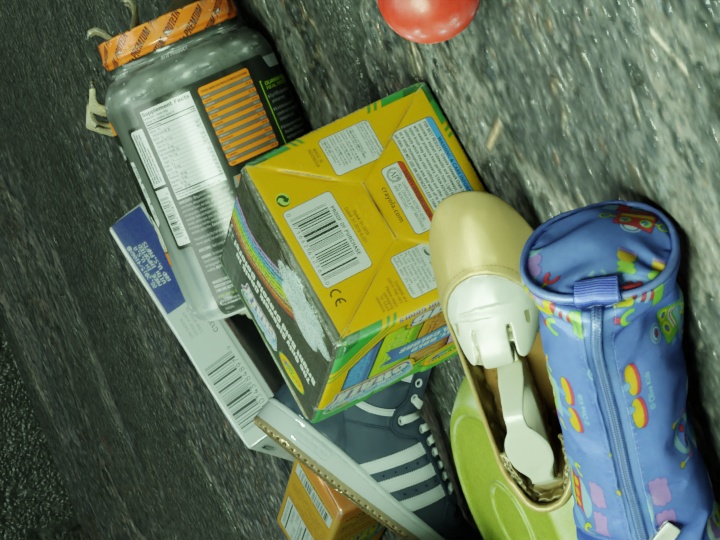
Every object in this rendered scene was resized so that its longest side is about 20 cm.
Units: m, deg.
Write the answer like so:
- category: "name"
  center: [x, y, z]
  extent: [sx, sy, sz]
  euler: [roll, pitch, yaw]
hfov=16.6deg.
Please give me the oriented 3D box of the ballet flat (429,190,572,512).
- category: "ballet flat"
  center: [0.086, 0.049, 1.355]
  extent: [0.063, 0.068, 0.200]
  euler: [-79, -28, -54]

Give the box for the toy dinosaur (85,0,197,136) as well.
- category: "toy dinosaur"
  center: [-0.141, -0.118, 1.730]
  extent: [0.058, 0.101, 0.201]
  euler: [-138, 48, -79]

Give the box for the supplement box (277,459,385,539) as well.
- category: "supplement box"
  center: [-0.014, 0.171, 1.870]
  extent: [0.069, 0.066, 0.200]
  euler: [59, 164, 13]

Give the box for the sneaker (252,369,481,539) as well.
- category: "sneaker"
  center: [0.033, 0.116, 1.656]
  extent: [0.200, 0.109, 0.070]
  euler: [39, 172, -24]

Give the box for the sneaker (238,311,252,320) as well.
- category: "sneaker"
  center: [-0.089, -0.061, 1.801]
  extent: [0.200, 0.077, 0.085]
  euler: [56, 142, 22]

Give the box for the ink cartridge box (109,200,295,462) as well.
- category: "ink cartridge box"
  center: [-0.096, 0.051, 1.843]
  extent: [0.200, 0.041, 0.200]
  euler: [56, -174, 15]

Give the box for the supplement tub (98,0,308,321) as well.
- category: "supplement tub"
  center: [-0.094, -0.078, 1.662]
  extent: [0.201, 0.122, 0.122]
  euler: [67, 164, -4]

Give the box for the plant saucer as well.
- category: "plant saucer"
  center: [0.105, 0.149, 1.514]
  extent: [0.200, 0.031, 0.200]
  euler: [56, 161, 30]

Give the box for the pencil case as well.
- category: "pencil case"
  center: [0.131, 0.067, 1.215]
  extent: [0.087, 0.078, 0.201]
  euler: [-85, -16, -56]

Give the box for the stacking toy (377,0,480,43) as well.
- category: "stacking toy"
  center: [0.014, -0.204, 1.231]
  extent: [0.085, 0.085, 0.200]
  euler: [42, 159, 55]

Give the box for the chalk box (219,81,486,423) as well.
- category: "chalk box"
  center: [0.000, 0.000, 1.471]
  extent: [0.125, 0.124, 0.200]
  euler: [61, 165, 13]
